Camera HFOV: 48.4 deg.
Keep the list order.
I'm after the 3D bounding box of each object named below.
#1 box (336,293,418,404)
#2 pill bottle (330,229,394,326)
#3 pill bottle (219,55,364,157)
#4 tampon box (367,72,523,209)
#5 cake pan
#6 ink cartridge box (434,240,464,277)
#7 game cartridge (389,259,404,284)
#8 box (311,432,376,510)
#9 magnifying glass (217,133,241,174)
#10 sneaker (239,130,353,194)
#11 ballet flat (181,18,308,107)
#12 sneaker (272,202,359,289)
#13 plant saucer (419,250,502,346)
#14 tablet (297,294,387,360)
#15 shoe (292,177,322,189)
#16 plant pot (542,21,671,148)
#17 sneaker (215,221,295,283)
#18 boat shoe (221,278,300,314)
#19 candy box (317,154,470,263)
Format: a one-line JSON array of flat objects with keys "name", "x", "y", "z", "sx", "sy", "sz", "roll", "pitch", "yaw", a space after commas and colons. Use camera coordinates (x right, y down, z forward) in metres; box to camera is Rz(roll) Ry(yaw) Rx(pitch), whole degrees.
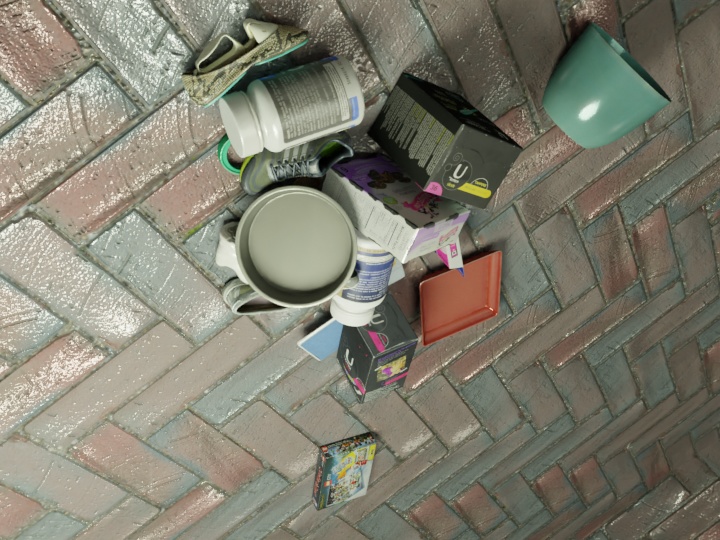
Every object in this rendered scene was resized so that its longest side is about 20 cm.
[{"name": "box", "x": 0.030, "y": 0.161, "z": 1.618, "sx": 0.106, "sy": 0.122, "sz": 0.200, "roll": -19, "pitch": 148, "yaw": -21}, {"name": "pill bottle", "x": 0.000, "y": 0.000, "z": 1.452, "sx": 0.111, "sy": 0.111, "sz": 0.200, "roll": -8, "pitch": 130, "yaw": -27}, {"name": "pill bottle", "x": -0.105, "y": -0.248, "z": 1.222, "sx": 0.200, "sy": 0.114, "sz": 0.114, "roll": -21, "pitch": 135, "yaw": -17}, {"name": "tampon box", "x": 0.139, "y": -0.217, "z": 1.342, "sx": 0.150, "sy": 0.200, "sz": 0.126, "roll": 12, "pitch": 119, "yaw": -38}, {"name": "cake pan", "x": -0.102, "y": -0.040, "z": 1.303, "sx": 0.200, "sy": 0.037, "sz": 0.200, "roll": 1, "pitch": 101, "yaw": 5}, {"name": "ink cartridge box", "x": 0.156, "y": -0.074, "z": 1.551, "sx": 0.037, "sy": 0.095, "sz": 0.200, "roll": -28, "pitch": 136, "yaw": -9}, {"name": "game cartridge", "x": 0.006, "y": -0.026, "z": 1.540, "sx": 0.133, "sy": 0.042, "sz": 0.200, "roll": -32, "pitch": 137, "yaw": -11}, {"name": "box", "x": -0.041, "y": 0.489, "z": 1.944, "sx": 0.137, "sy": 0.038, "sz": 0.200, "roll": -11, "pitch": 131, "yaw": -25}, {"name": "magnifying glass", "x": -0.137, "y": -0.195, "z": 1.314, "sx": 0.200, "sy": 0.022, "sz": 0.080, "roll": -6, "pitch": 128, "yaw": -30}, {"name": "sneaker", "x": -0.101, "y": -0.178, "z": 1.280, "sx": 0.200, "sy": 0.081, "sz": 0.074, "roll": -31, "pitch": 134, "yaw": -7}, {"name": "ballet flat", "x": -0.172, "y": -0.317, "z": 1.163, "sx": 0.200, "sy": 0.068, "sz": 0.075, "roll": -33, "pitch": 121, "yaw": -1}, {"name": "sneaker", "x": -0.073, "y": -0.048, "z": 1.351, "sx": 0.200, "sy": 0.078, "sz": 0.077, "roll": 43, "pitch": 112, "yaw": -8}, {"name": "plant saucer", "x": 0.211, "y": 0.054, "z": 1.738, "sx": 0.200, "sy": 0.037, "sz": 0.200, "roll": -21, "pitch": 135, "yaw": -15}, {"name": "tablet", "x": -0.026, "y": 0.109, "z": 1.622, "sx": 0.200, "sy": 0.014, "sz": 0.130, "roll": -36, "pitch": 152, "yaw": 3}, {"name": "shoe", "x": -0.103, "y": -0.087, "z": 1.411, "sx": 0.070, "sy": 0.053, "sz": 0.200, "roll": 19, "pitch": 118, "yaw": 4}, {"name": "plant pot", "x": 0.430, "y": -0.321, "z": 1.455, "sx": 0.201, "sy": 0.201, "sz": 0.161, "roll": 19, "pitch": 127, "yaw": -41}, {"name": "sneaker", "x": -0.160, "y": -0.008, "z": 1.395, "sx": 0.200, "sy": 0.078, "sz": 0.099, "roll": 26, "pitch": 131, "yaw": -6}, {"name": "boat shoe", "x": -0.152, "y": 0.049, "z": 1.479, "sx": 0.202, "sy": 0.065, "sz": 0.074, "roll": 0, "pitch": 126, "yaw": -33}, {"name": "candy box", "x": 0.056, "y": -0.109, "z": 1.346, "sx": 0.168, "sy": 0.200, "sz": 0.072, "roll": -21, "pitch": 141, "yaw": -51}]
